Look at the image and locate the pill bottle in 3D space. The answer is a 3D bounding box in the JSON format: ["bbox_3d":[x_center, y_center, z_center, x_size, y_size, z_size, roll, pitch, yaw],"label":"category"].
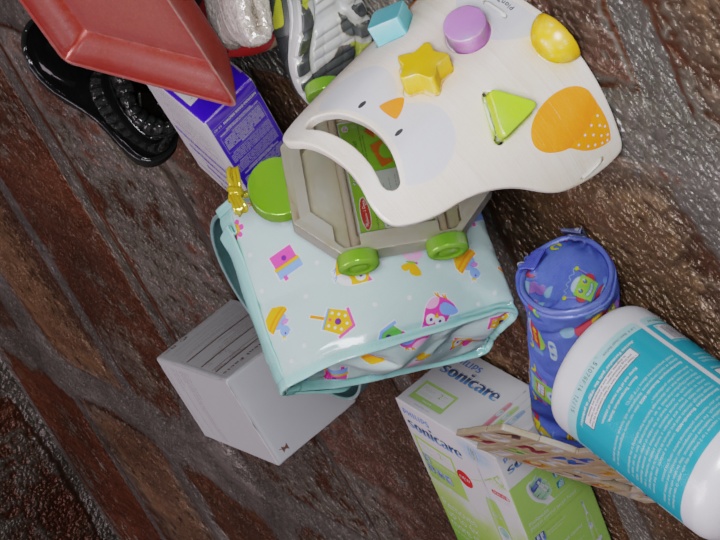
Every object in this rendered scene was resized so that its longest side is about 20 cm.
[{"bbox_3d":[0.241,0.120,1.526,0.200,0.111,0.111,38,157,35],"label":"pill bottle"}]

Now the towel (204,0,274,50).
[{"bbox_3d":[-0.110,-0.267,1.607,0.132,0.034,0.202,-158,54,-76],"label":"towel"}]

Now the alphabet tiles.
[{"bbox_3d":[0.183,0.157,1.704,0.199,0.008,0.167,19,168,-16],"label":"alphabet tiles"}]

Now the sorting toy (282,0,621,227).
[{"bbox_3d":[0.047,-0.112,1.453,0.200,0.180,0.107,38,157,32],"label":"sorting toy"}]

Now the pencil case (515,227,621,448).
[{"bbox_3d":[0.163,0.057,1.639,0.087,0.078,0.201,31,153,30],"label":"pencil case"}]

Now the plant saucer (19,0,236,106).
[{"bbox_3d":[-0.200,-0.221,1.645,0.199,0.037,0.200,16,153,35],"label":"plant saucer"}]

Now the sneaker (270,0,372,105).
[{"bbox_3d":[-0.047,-0.222,1.654,0.085,0.074,0.201,39,149,46],"label":"sneaker"}]

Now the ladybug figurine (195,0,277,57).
[{"bbox_3d":[-0.117,-0.238,1.761,0.136,0.072,0.200,52,160,1],"label":"ladybug figurine"}]

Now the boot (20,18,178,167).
[{"bbox_3d":[-0.255,-0.201,2.117,0.211,0.080,0.158,40,167,2],"label":"boot"}]

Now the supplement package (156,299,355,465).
[{"bbox_3d":[-0.117,0.120,2.317,0.117,0.117,0.200,60,159,-20],"label":"supplement package"}]

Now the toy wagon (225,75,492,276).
[{"bbox_3d":[-0.003,-0.073,1.600,0.040,0.198,0.156,85,175,-70],"label":"toy wagon"}]

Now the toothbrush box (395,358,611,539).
[{"bbox_3d":[0.134,0.188,1.926,0.145,0.086,0.201,29,149,47],"label":"toothbrush box"}]

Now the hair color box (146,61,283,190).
[{"bbox_3d":[-0.124,-0.132,1.917,0.109,0.065,0.200,41,169,28],"label":"hair color box"}]

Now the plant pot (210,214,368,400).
[{"bbox_3d":[-0.018,-0.006,1.852,0.200,0.134,0.201,44,159,22],"label":"plant pot"}]

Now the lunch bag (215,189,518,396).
[{"bbox_3d":[0.000,0.000,1.656,0.122,0.199,0.172,117,136,-69],"label":"lunch bag"}]
